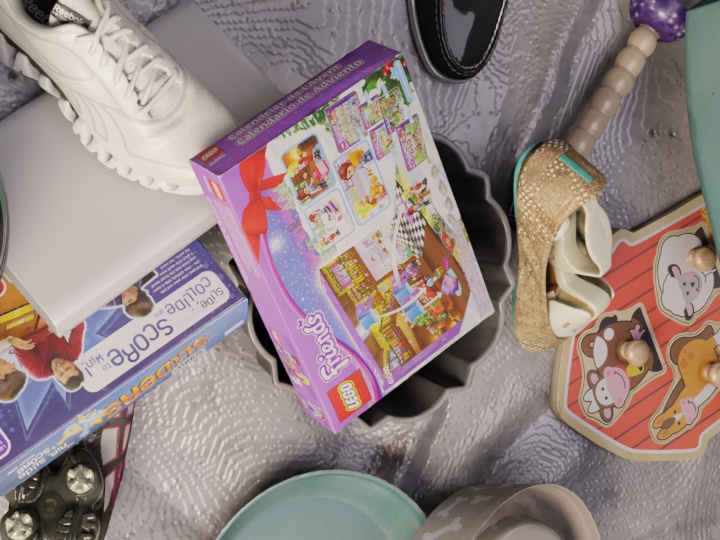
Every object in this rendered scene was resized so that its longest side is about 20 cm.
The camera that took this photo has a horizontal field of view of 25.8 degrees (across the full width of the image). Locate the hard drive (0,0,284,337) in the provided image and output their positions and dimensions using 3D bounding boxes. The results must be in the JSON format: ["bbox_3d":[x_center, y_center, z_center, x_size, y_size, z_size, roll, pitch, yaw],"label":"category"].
[{"bbox_3d":[-0.143,-0.067,0.959,0.200,0.027,0.132,-37,72,-20],"label":"hard drive"}]

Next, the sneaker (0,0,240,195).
[{"bbox_3d":[-0.148,-0.120,0.919,0.200,0.081,0.075,38,66,3],"label":"sneaker"}]

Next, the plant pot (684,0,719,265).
[{"bbox_3d":[0.320,-0.116,1.142,0.141,0.141,0.201,-36,108,-49],"label":"plant pot"}]

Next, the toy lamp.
[{"bbox_3d":[0.170,-0.109,1.135,0.058,0.058,0.201,39,78,-24],"label":"toy lamp"}]

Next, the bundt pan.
[{"bbox_3d":[0.000,0.000,1.051,0.200,0.076,0.204,-4,98,-26],"label":"bundt pan"}]

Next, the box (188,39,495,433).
[{"bbox_3d":[-0.006,-0.018,0.956,0.136,0.039,0.201,-35,125,-19],"label":"box"}]

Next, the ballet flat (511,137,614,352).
[{"bbox_3d":[0.140,-0.001,1.077,0.070,0.065,0.201,-42,145,-24],"label":"ballet flat"}]

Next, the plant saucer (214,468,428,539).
[{"bbox_3d":[-0.033,0.232,1.084,0.199,0.036,0.202,-4,98,-27],"label":"plant saucer"}]

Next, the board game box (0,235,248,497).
[{"bbox_3d":[-0.185,0.031,0.943,0.199,0.035,0.136,-35,71,-17],"label":"board game box"}]

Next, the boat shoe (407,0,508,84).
[{"bbox_3d":[0.078,-0.229,1.072,0.075,0.060,0.202,-2,97,-26],"label":"boat shoe"}]

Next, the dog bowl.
[{"bbox_3d":[0.092,0.242,1.104,0.199,0.058,0.202,-13,107,-47],"label":"dog bowl"}]

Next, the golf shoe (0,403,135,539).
[{"bbox_3d":[-0.177,0.093,0.983,0.077,0.088,0.202,10,69,4],"label":"golf shoe"}]

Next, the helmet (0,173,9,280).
[{"bbox_3d":[-0.286,-0.032,0.845,0.200,0.200,0.191,38,82,-25],"label":"helmet"}]

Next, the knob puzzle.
[{"bbox_3d":[0.230,0.059,1.198,0.218,0.030,0.222,-4,98,-26],"label":"knob puzzle"}]
